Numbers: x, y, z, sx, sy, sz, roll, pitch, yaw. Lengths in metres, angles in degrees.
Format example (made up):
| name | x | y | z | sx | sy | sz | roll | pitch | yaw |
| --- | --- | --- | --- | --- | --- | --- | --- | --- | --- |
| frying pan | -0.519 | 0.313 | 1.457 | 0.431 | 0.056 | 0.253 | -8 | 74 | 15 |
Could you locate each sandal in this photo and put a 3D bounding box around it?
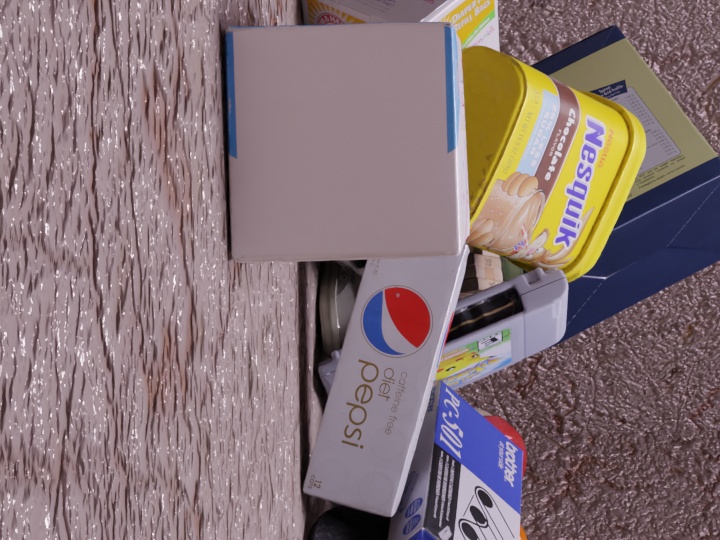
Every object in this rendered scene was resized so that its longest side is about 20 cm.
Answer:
| name | x | y | z | sx | sy | sz | roll | pitch | yaw |
| --- | --- | --- | --- | --- | --- | --- | --- | --- | --- |
| sandal | 0.001 | 0.202 | 1.476 | 0.045 | 0.075 | 0.200 | -55 | 177 | 14 |

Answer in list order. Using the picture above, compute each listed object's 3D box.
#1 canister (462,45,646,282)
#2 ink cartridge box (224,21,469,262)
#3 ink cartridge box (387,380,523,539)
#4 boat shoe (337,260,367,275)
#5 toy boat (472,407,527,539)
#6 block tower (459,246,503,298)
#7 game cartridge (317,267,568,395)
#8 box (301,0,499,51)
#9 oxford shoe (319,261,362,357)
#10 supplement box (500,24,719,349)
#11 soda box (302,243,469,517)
| name | x | y | z | sx | sy | sz | roll | pitch | yaw |
| --- | --- | --- | --- | --- | --- | --- | --- | --- | --- |
| canister | 0.121 | -0.078 | 1.510 | 0.200 | 0.087 | 0.149 | 16 | 100 | -57 |
| ink cartridge box | -0.002 | -0.075 | 1.161 | 0.200 | 0.125 | 0.129 | -44 | 132 | -83 |
| ink cartridge box | 0.073 | 0.173 | 1.498 | 0.094 | 0.044 | 0.200 | 41 | 24 | -16 |
| boat shoe | -0.015 | -0.041 | 1.460 | 0.202 | 0.065 | 0.075 | 47 | 61 | -75 |
| toy boat | 0.083 | 0.204 | 1.675 | 0.200 | 0.131 | 0.131 | -29 | 152 | -55 |
| block tower | 0.073 | -0.077 | 1.659 | 0.058 | 0.054 | 0.200 | 8 | 73 | -62 |
| game cartridge | 0.068 | 0.062 | 1.559 | 0.133 | 0.200 | 0.041 | 74 | -6 | -76 |
| box | 0.034 | -0.142 | 1.523 | 0.101 | 0.112 | 0.200 | -40 | 143 | -32 |
| oxford shoe | 0.000 | 0.000 | 1.605 | 0.200 | 0.058 | 0.075 | -88 | 172 | -55 |
| supplement box | 0.199 | -0.077 | 1.813 | 0.200 | 0.200 | 0.134 | 59 | -8 | 34 |
| soda box | 0.020 | 0.069 | 1.423 | 0.064 | 0.068 | 0.200 | 33 | 72 | -84 |
